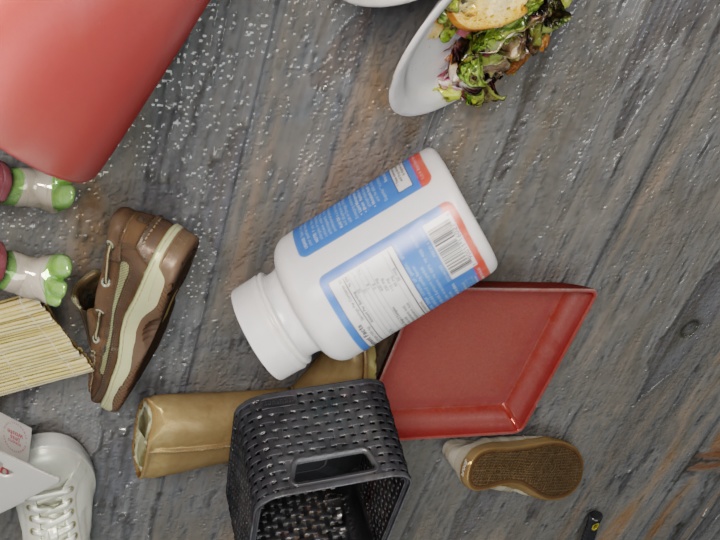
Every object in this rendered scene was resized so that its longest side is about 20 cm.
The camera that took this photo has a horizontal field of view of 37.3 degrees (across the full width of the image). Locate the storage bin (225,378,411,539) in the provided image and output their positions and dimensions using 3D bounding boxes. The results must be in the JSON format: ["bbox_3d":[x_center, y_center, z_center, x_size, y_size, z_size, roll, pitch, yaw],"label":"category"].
[{"bbox_3d":[-0.043,0.192,0.940,0.132,0.095,0.202,-7,144,-15],"label":"storage bin"}]

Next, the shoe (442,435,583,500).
[{"bbox_3d":[0.171,0.210,1.175,0.197,0.053,0.071,13,92,-39],"label":"shoe"}]

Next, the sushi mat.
[{"bbox_3d":[-0.309,0.072,0.808,0.196,0.012,0.096,-15,138,9],"label":"sushi mat"}]

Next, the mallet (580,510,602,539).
[{"bbox_3d":[0.279,0.390,1.404,0.065,0.041,0.203,-12,130,-11],"label":"mallet"}]

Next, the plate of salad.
[{"bbox_3d":[0.103,-0.168,0.726,0.199,0.048,0.200,-37,167,-10],"label":"plate of salad"}]

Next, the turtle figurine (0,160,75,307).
[{"bbox_3d":[-0.266,-0.046,0.657,0.191,0.145,0.201,9,131,-36],"label":"turtle figurine"}]

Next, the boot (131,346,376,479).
[{"bbox_3d":[-0.094,0.119,0.949,0.196,0.067,0.177,-1,131,-22],"label":"boot"}]

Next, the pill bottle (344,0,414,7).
[{"bbox_3d":[0.001,-0.262,0.596,0.113,0.115,0.201,-25,137,-1],"label":"pill bottle"}]

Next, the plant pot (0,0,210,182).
[{"bbox_3d":[-0.158,-0.178,0.560,0.177,0.201,0.200,-44,134,7],"label":"plant pot"}]

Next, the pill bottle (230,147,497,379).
[{"bbox_3d":[0.000,0.000,0.846,0.198,0.113,0.113,-30,137,6],"label":"pill bottle"}]

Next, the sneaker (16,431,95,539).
[{"bbox_3d":[-0.269,0.232,0.961,0.071,0.085,0.203,-9,132,-14],"label":"sneaker"}]

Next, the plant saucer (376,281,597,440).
[{"bbox_3d":[0.104,0.081,1.026,0.196,0.037,0.202,0,130,-26],"label":"plant saucer"}]

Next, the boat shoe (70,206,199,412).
[{"bbox_3d":[-0.187,0.027,0.829,0.074,0.075,0.204,28,128,-3],"label":"boat shoe"}]

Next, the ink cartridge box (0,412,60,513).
[{"bbox_3d":[-0.339,0.150,0.830,0.198,0.069,0.115,-26,139,22],"label":"ink cartridge box"}]
